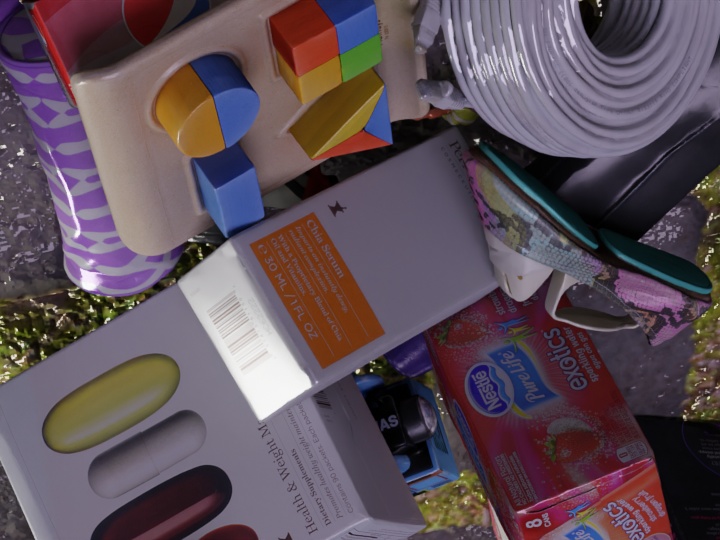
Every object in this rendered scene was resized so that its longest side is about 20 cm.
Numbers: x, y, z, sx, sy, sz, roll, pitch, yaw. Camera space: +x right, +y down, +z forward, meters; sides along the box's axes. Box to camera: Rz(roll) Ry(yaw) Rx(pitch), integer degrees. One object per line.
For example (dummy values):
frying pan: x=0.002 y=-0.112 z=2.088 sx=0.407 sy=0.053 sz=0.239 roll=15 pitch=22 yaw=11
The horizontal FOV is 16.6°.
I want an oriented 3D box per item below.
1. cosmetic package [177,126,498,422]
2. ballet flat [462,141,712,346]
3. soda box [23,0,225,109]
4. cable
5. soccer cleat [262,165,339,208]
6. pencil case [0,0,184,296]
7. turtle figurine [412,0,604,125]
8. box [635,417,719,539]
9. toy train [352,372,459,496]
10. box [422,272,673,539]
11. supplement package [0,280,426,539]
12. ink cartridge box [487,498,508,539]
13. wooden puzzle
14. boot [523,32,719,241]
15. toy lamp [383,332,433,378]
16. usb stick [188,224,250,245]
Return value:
cosmetic package: x=0.000 y=0.000 z=1.488 sx=0.200 sy=0.102 sz=0.071 roll=-29 pitch=176 yaw=-40
ballet flat: x=0.127 y=-0.005 z=1.494 sx=0.199 sy=0.069 sz=0.071 roll=28 pitch=109 yaw=-30
soda box: x=-0.083 y=-0.161 z=1.376 sx=0.199 sy=0.063 sz=0.070 roll=-27 pitch=101 yaw=-9
cable: x=0.130 y=-0.165 z=1.412 sx=0.199 sy=0.069 sz=0.201 roll=20 pitch=83 yaw=-43
soccer cleat: x=-0.061 y=-0.116 z=1.486 sx=0.085 sy=0.069 sz=0.201 roll=-9 pitch=133 yaw=-3
pencil case: x=-0.164 y=-0.077 z=1.481 sx=0.085 sy=0.084 sz=0.201 roll=11 pitch=135 yaw=26
turtle figurine: x=0.128 y=-0.152 z=1.508 sx=0.161 sy=0.064 sz=0.201 roll=21 pitch=109 yaw=-38
box: x=0.258 y=0.213 z=1.767 sx=0.121 sy=0.201 sz=0.107 roll=5 pitch=127 yaw=-20
toy train: x=-0.033 y=0.135 z=1.682 sx=0.199 sy=0.087 sz=0.114 roll=-22 pitch=161 yaw=13
box: x=0.114 y=0.098 z=1.553 sx=0.095 sy=0.200 sz=0.100 roll=-21 pitch=134 yaw=-4
supplement package: x=-0.099 y=0.123 z=1.564 sx=0.199 sy=0.192 sz=0.147 roll=-30 pitch=166 yaw=10
ink cartridge box: x=0.134 y=0.150 z=1.713 sx=0.082 sy=0.147 sz=0.201 roll=-16 pitch=131 yaw=-3
wooden puzzle: x=-0.051 y=-0.089 z=1.378 sx=0.199 sy=0.046 sz=0.186 roll=-26 pitch=152 yaw=-10
boot: x=0.211 y=-0.063 z=1.543 sx=0.165 sy=0.066 sz=0.200 roll=38 pitch=107 yaw=-28
toy lamp: x=0.093 y=-0.004 z=1.632 sx=0.200 sy=0.058 sz=0.058 roll=-42 pitch=128 yaw=20
usb stick: x=-0.099 y=-0.112 z=1.454 sx=0.055 sy=0.033 sz=0.201 roll=2 pitch=113 yaw=20
